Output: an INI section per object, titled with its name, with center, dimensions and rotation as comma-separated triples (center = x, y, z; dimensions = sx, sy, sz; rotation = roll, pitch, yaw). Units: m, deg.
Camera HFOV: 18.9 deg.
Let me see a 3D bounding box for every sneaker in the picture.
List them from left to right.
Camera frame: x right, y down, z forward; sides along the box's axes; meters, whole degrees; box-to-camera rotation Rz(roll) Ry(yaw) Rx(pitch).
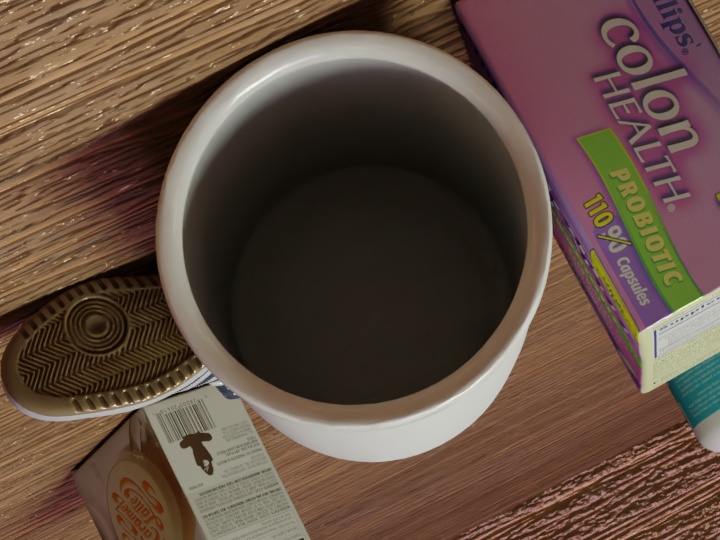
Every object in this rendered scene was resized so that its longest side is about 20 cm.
[sneaker]
center = -0.103, 0.041, 1.147
dimensions = 0.199, 0.070, 0.109
rotation = -25, 165, -26

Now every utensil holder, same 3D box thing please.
[utensil holder]
center = 0.000, 0.000, 1.000
dimensions = 0.169, 0.171, 0.200
rotation = -27, 170, -3

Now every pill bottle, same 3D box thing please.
[pill bottle]
center = 0.307, 0.074, 1.809
dimensions = 0.110, 0.201, 0.111
rotation = -26, 166, -7

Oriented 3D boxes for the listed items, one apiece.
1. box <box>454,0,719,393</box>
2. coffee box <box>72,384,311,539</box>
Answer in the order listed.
[box]
center = 0.135, -0.050, 1.051
dimensions = 0.096, 0.177, 0.200
rotation = -28, 167, 1
[coffee box]
center = -0.097, 0.191, 1.433
dimensions = 0.079, 0.201, 0.114
rotation = -16, 163, -40
